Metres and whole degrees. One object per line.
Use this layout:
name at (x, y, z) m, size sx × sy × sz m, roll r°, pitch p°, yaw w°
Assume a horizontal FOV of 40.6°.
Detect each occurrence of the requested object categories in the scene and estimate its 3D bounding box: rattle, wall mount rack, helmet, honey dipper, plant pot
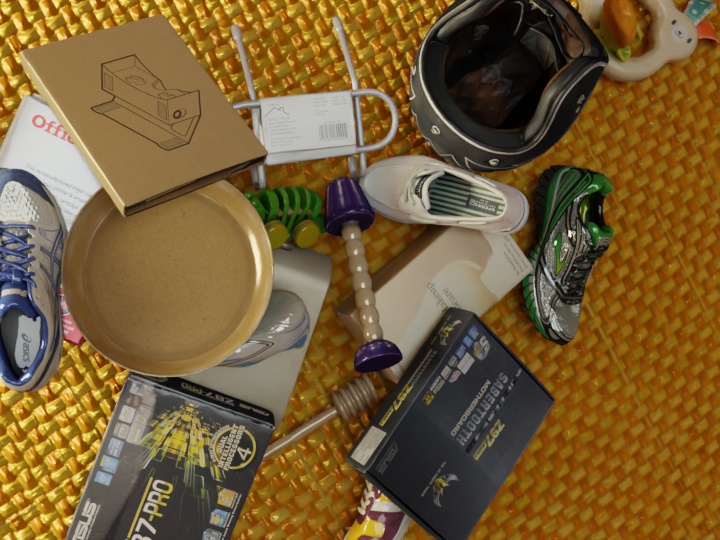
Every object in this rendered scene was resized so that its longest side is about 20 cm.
rattle at (0.356, -0.292, 1.108) m, size 0.195 × 0.143 × 0.133 m, roll 4°, pitch 72°, yaw -9°
wall mount rack at (-0.064, -0.180, 1.032) m, size 0.195 × 0.074 × 0.178 m, roll -8°, pitch 97°, yaw -15°
helmet at (0.145, -0.201, 1.021) m, size 0.199 × 0.201 × 0.191 m, roll 39°, pitch 118°, yaw -12°
honey dipper at (-0.071, 0.177, 1.056) m, size 0.197 × 0.038 × 0.039 m, roll -30°, pitch 98°, yaw -8°
plant pot at (-0.180, 0.000, 0.918) m, size 0.195 × 0.028 × 0.205 m, roll 2°, pitch 77°, yaw -9°

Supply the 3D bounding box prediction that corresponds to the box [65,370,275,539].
box at (-0.195, 0.215, 0.995) m, size 0.158 × 0.049 × 0.203 m, roll 22°, pitch 98°, yaw -12°

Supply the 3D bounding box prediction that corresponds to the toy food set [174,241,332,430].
toy food set at (-0.127, 0.060, 1.031) m, size 0.141 × 0.060 × 0.204 m, roll 18°, pitch 95°, yaw -14°

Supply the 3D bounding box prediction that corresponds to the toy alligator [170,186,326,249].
toy alligator at (-0.102, -0.061, 0.998) m, size 0.197 × 0.060 × 0.055 m, roll -3°, pitch 131°, yaw -39°

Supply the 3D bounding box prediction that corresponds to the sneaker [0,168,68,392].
sneaker at (-0.301, 0.009, 0.876) m, size 0.073 × 0.088 × 0.205 m, roll -7°, pitch 93°, yaw -11°

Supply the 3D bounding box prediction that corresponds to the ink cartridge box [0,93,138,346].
ink cartridge box at (-0.300, -0.049, 0.962) m, size 0.142 × 0.084 × 0.204 m, roll 24°, pitch 86°, yaw -13°

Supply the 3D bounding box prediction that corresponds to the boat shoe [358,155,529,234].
boat shoe at (0.078, -0.086, 1.016) m, size 0.196 × 0.066 × 0.075 m, roll 9°, pitch 87°, yaw 27°

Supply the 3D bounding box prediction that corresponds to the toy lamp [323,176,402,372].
toy lamp at (0.000, 0.000, 1.001) m, size 0.057 × 0.058 × 0.204 m, roll -7°, pitch 69°, yaw -14°

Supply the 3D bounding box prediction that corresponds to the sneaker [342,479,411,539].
sneaker at (0.026, 0.235, 1.064) m, size 0.200 × 0.075 × 0.090 m, roll -46°, pitch 104°, yaw -19°

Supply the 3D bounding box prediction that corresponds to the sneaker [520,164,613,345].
sneaker at (0.236, -0.017, 1.094) m, size 0.077 × 0.084 × 0.205 m, roll 4°, pitch 91°, yaw -43°

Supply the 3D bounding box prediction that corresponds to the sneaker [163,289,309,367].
sneaker at (-0.146, 0.072, 0.966) m, size 0.195 × 0.073 × 0.073 m, roll -10°, pitch 135°, yaw -2°

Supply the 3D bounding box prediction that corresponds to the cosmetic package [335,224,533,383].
cosmetic package at (0.081, 0.021, 1.072) m, size 0.199 × 0.071 × 0.106 m, roll -42°, pitch 101°, yaw -10°

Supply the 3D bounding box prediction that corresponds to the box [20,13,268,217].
box at (-0.207, -0.157, 0.937) m, size 0.162 × 0.021 × 0.201 m, roll -26°, pitch 68°, yaw -34°

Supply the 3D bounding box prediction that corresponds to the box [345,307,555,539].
box at (0.099, 0.167, 1.023) m, size 0.158 × 0.051 × 0.201 m, roll 45°, pitch 75°, yaw -26°
